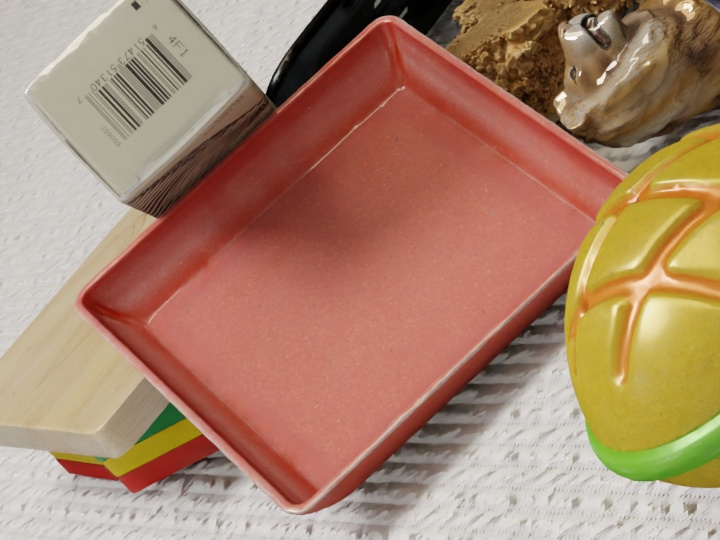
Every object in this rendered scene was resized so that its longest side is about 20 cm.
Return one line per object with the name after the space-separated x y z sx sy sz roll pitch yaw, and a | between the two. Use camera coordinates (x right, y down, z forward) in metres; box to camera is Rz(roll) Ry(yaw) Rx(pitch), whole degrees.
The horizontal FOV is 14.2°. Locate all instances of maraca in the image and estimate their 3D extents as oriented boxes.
0.130 -0.002 0.983 0.137 0.107 0.200 -36 20 27 | maraca

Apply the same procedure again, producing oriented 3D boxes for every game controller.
0.008 -0.140 1.560 0.042 0.104 0.200 25 63 23 | game controller

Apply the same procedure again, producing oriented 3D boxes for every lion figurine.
0.157 -0.126 1.273 0.122 0.072 0.200 -41 4 32 | lion figurine

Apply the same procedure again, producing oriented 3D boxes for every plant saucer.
0.000 0.000 1.248 0.200 0.037 0.200 -43 42 -7 | plant saucer

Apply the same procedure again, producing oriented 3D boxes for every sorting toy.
-0.082 0.024 1.414 0.200 0.070 0.199 -50 20 -19 | sorting toy

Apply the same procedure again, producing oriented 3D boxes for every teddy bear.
0.090 -0.113 1.386 0.145 0.067 0.200 -33 14 9 | teddy bear

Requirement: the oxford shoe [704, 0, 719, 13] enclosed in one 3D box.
0.161 -0.151 1.163 0.073 0.071 0.200 -13 56 11 | oxford shoe

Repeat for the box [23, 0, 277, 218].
-0.089 -0.073 1.314 0.082 0.068 0.200 -43 -4 2 | box
